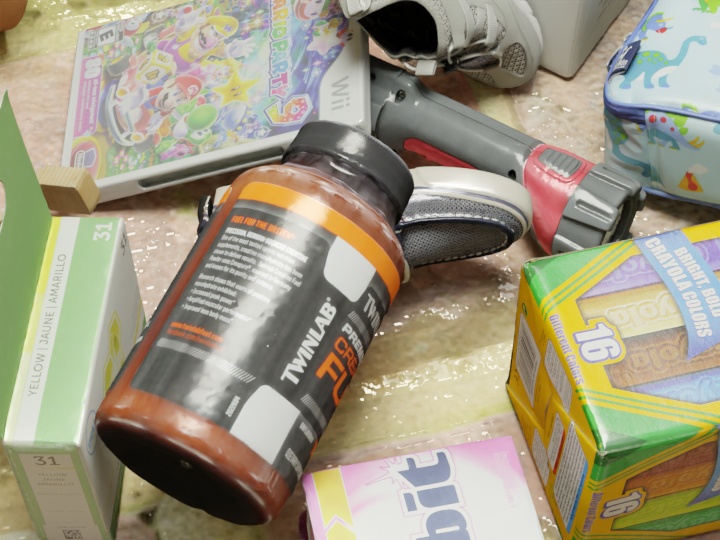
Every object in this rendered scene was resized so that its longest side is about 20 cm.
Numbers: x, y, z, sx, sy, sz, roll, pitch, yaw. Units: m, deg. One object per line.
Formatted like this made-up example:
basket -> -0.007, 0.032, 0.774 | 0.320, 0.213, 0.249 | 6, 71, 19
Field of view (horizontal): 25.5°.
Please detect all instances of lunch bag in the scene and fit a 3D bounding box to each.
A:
lunch bag -> 0.257, -0.110, 0.977 | 0.199, 0.083, 0.161 | 15, 48, 27

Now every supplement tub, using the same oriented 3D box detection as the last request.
supplement tub -> -0.045, 0.021, 0.817 | 0.106, 0.107, 0.201 | 22, 68, 15

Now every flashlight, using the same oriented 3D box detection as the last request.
flashlight -> 0.073, -0.064, 0.976 | 0.199, 0.068, 0.068 | 27, 91, 22

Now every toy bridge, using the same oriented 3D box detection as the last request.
toy bridge -> -0.220, 0.023, 0.912 | 0.067, 0.027, 0.201 | 7, 57, 25

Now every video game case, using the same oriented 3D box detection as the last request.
video game case -> -0.090, -0.118, 0.994 | 0.199, 0.018, 0.144 | -12, 52, 14

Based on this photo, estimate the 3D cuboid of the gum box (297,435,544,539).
gum box -> 0.041, 0.181, 0.785 | 0.113, 0.066, 0.201 | -8, 54, -10

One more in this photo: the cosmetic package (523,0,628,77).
cosmetic package -> 0.116, -0.274, 1.043 | 0.166, 0.201, 0.168 | 27, 57, 17

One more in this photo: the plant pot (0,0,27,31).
plant pot -> -0.290, -0.226, 1.014 | 0.139, 0.201, 0.201 | -4, 51, -25

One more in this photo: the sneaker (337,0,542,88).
sneaker -> 0.042, -0.148, 0.982 | 0.074, 0.199, 0.083 | -21, 60, 37

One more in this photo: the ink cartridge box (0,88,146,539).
ink cartridge box -> -0.153, 0.028, 0.811 | 0.048, 0.201, 0.146 | 2, 53, 3

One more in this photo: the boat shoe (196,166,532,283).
boat shoe -> 0.000, 0.000, 0.916 | 0.199, 0.075, 0.093 | -4, 57, 13

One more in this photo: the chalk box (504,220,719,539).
chalk box -> 0.192, 0.057, 0.847 | 0.199, 0.125, 0.124 | -11, 54, -8
